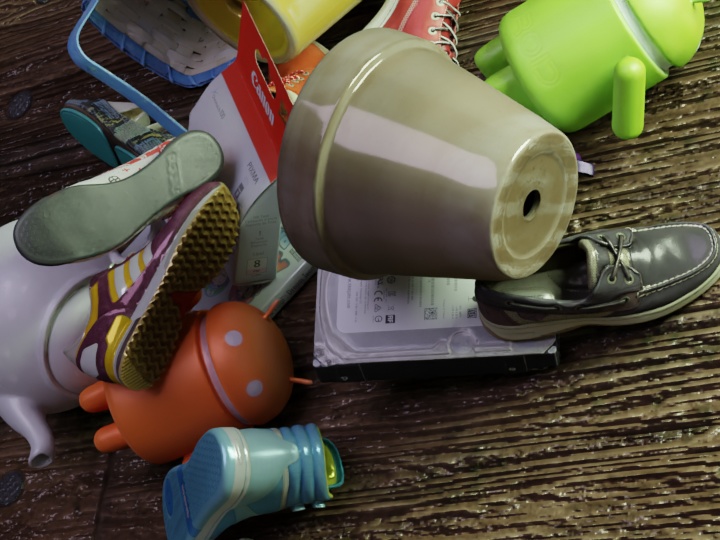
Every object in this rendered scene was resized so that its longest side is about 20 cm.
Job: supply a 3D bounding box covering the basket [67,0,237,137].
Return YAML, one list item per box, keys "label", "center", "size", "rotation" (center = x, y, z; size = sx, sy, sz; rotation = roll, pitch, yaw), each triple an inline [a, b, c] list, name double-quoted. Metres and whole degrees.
- label: "basket"
  center: [-0.186, -0.234, 1.886]
  size: [0.139, 0.176, 0.200]
  rotation: [-27, 35, 40]

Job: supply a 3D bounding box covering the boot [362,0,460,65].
- label: "boot"
  center: [0.079, -0.215, 1.736]
  size: [0.200, 0.072, 0.144]
  rotation: [-56, 45, 8]

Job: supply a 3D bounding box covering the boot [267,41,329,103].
- label: "boot"
  center: [-0.060, -0.161, 1.784]
  size: [0.075, 0.107, 0.200]
  rotation: [-34, 46, 19]

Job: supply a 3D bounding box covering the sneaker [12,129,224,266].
- label: "sneaker"
  center: [-0.217, -0.053, 1.683]
  size: [0.201, 0.067, 0.108]
  rotation: [-31, 1, -22]

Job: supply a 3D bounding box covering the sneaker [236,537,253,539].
- label: "sneaker"
  center: [-0.077, 0.290, 1.548]
  size: [0.079, 0.074, 0.200]
  rotation: [-44, 46, 1]

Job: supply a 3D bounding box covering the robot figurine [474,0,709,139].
- label: "robot figurine"
  center: [0.196, -0.193, 1.596]
  size: [0.200, 0.116, 0.176]
  rotation: [-31, 37, 19]

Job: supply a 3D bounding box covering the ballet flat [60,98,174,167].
- label: "ballet flat"
  center: [-0.228, -0.133, 1.934]
  size: [0.200, 0.074, 0.074]
  rotation: [35, 88, 43]

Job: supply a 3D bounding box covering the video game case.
- label: "video game case"
  center: [-0.134, -0.011, 1.805]
  size: [0.182, 0.024, 0.200]
  rotation: [-47, 46, 5]

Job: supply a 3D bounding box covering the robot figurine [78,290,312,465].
- label: "robot figurine"
  center: [-0.145, 0.096, 1.677]
  size: [0.200, 0.117, 0.144]
  rotation: [-22, 46, 16]

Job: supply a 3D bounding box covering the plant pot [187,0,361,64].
- label: "plant pot"
  center: [-0.063, -0.303, 1.779]
  size: [0.201, 0.201, 0.189]
  rotation: [15, 60, 42]

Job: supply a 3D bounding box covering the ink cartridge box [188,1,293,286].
- label: "ink cartridge box"
  center: [-0.111, -0.112, 1.714]
  size: [0.057, 0.200, 0.163]
  rotation: [-11, 46, -15]

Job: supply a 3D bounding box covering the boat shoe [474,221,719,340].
- label: "boat shoe"
  center: [0.185, 0.003, 1.494]
  size: [0.200, 0.065, 0.072]
  rotation: [-13, 63, 10]

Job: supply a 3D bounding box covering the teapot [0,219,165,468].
- label: "teapot"
  center: [-0.269, 0.046, 1.767]
  size: [0.146, 0.200, 0.197]
  rotation: [16, 31, 39]

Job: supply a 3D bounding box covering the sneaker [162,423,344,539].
- label: "sneaker"
  center: [-0.088, 0.187, 1.621]
  size: [0.200, 0.130, 0.080]
  rotation: [135, 128, -59]

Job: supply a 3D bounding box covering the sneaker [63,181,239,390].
- label: "sneaker"
  center: [-0.182, 0.003, 1.640]
  size: [0.090, 0.075, 0.200]
  rotation: [16, 66, 33]

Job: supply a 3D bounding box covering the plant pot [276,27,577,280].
- label: "plant pot"
  center: [0.064, -0.071, 1.471]
  size: [0.173, 0.200, 0.200]
  rotation: [20, 77, 34]

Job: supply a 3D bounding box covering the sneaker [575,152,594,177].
- label: "sneaker"
  center: [0.114, -0.082, 1.636]
  size: [0.200, 0.087, 0.074]
  rotation: [-1, 68, 64]

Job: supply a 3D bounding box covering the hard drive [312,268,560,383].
- label: "hard drive"
  center: [0.063, 0.019, 1.575]
  size: [0.200, 0.038, 0.140]
  rotation: [-3, 60, 10]
